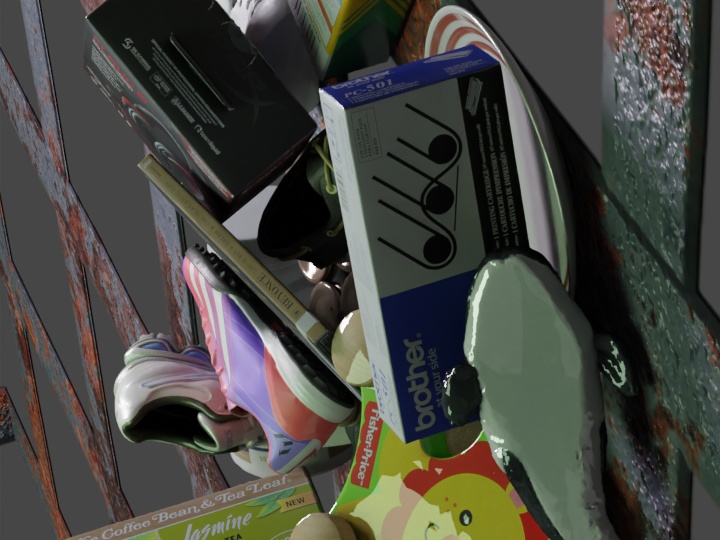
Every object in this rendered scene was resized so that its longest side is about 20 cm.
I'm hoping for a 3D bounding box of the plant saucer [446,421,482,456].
[{"bbox_3d":[0.100,0.160,1.599,0.200,0.036,0.202,163,90,-76],"label":"plant saucer"}]

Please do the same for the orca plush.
[{"bbox_3d":[0.112,0.073,1.400,0.201,0.105,0.071,57,-163,-10],"label":"orca plush"}]

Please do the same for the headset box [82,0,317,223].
[{"bbox_3d":[-0.107,-0.116,1.671,0.149,0.075,0.200,50,171,-1],"label":"headset box"}]

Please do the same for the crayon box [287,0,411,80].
[{"bbox_3d":[-0.010,-0.214,1.557,0.200,0.051,0.126,114,137,-69],"label":"crayon box"}]

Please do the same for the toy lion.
[{"bbox_3d":[0.056,0.135,1.506,0.191,0.068,0.202,12,91,41],"label":"toy lion"}]

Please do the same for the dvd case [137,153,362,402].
[{"bbox_3d":[-0.054,0.018,1.658,0.200,0.016,0.149,43,176,36],"label":"dvd case"}]

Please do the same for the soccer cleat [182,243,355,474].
[{"bbox_3d":[-0.079,0.056,1.764,0.068,0.073,0.200,26,-164,-47],"label":"soccer cleat"}]

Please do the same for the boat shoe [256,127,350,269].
[{"bbox_3d":[-0.007,-0.058,1.634,0.201,0.060,0.072,-52,49,55],"label":"boat shoe"}]

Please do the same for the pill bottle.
[{"bbox_3d":[-0.059,0.044,1.907,0.111,0.110,0.201,-131,28,-57],"label":"pill bottle"}]

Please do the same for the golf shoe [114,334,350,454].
[{"bbox_3d":[-0.077,0.105,1.816,0.097,0.198,0.079,-81,-7,-60],"label":"golf shoe"}]

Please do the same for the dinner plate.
[{"bbox_3d":[0.083,-0.053,1.448,0.200,0.024,0.202,164,90,-75],"label":"dinner plate"}]

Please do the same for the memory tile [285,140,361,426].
[{"bbox_3d":[0.000,0.000,1.718,0.153,0.017,0.202,-22,76,61],"label":"memory tile"}]

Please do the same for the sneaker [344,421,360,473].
[{"bbox_3d":[0.026,0.160,1.798,0.079,0.075,0.201,-129,25,-49],"label":"sneaker"}]

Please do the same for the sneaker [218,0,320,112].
[{"bbox_3d":[-0.069,-0.182,1.766,0.200,0.073,0.116,114,134,-70],"label":"sneaker"}]

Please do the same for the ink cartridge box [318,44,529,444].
[{"bbox_3d":[0.043,-0.014,1.412,0.044,0.093,0.201,-137,33,-62],"label":"ink cartridge box"}]

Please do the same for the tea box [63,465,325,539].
[{"bbox_3d":[-0.098,0.274,1.850,0.197,0.199,0.134,-117,13,-51],"label":"tea box"}]
